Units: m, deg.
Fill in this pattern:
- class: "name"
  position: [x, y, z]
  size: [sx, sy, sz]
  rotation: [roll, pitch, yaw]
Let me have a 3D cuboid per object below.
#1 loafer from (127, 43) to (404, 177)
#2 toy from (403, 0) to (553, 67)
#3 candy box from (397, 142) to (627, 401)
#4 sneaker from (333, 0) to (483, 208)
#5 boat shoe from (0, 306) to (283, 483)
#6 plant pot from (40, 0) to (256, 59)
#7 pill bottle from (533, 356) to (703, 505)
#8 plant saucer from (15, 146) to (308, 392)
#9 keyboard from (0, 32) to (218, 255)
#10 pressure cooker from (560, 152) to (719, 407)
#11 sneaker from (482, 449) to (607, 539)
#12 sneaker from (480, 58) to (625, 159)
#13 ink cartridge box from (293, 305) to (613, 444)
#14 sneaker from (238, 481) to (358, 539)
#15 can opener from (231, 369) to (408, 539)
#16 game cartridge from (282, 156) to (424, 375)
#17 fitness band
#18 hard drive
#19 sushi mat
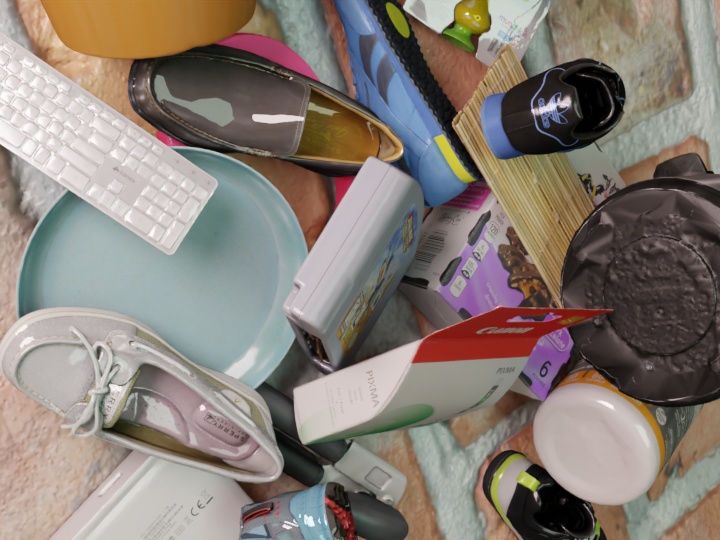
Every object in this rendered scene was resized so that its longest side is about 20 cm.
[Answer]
- class: "loafer"
  position: [-0.056, -0.107, 0.713]
  size: [0.198, 0.072, 0.074]
  rotation: [7, 94, -38]
- class: "toy"
  position: [0.118, -0.271, 0.863]
  size: [0.114, 0.047, 0.202]
  rotation: [27, 91, -25]
- class: "candy box"
  position: [0.141, -0.021, 0.917]
  size: [0.168, 0.071, 0.201]
  rotation: [44, 73, -33]
- class: "sneaker"
  position: [0.016, -0.138, 0.808]
  size: [0.201, 0.078, 0.066]
  rotation: [61, 29, -10]
- class: "boat shoe"
  position: [-0.138, 0.086, 0.699]
  size: [0.201, 0.065, 0.075]
  rotation: [31, 97, -30]
- class: "plant pot"
  position: [-0.132, -0.231, 0.615]
  size: [0.199, 0.200, 0.185]
  rotation: [-26, 129, -29]
- class: "pill bottle"
  position: [0.247, 0.113, 0.972]
  size: [0.200, 0.115, 0.118]
  rotation: [-37, 120, -46]
- class: "plant saucer"
  position: [-0.131, 0.011, 0.724]
  size: [0.198, 0.027, 0.202]
  rotation: [-9, 114, -21]
- class: "keyboard"
  position: [-0.184, -0.087, 0.654]
  size: [0.199, 0.011, 0.057]
  rotation: [34, 75, -9]
- class: "pressure cooker"
  position: [0.272, 0.007, 0.861]
  size: [0.199, 0.178, 0.178]
  rotation: [-8, 123, -54]
- class: "sneaker"
  position: [0.187, 0.242, 0.995]
  size: [0.200, 0.082, 0.072]
  rotation: [43, 74, -34]
- class: "sneaker"
  position: [0.171, -0.126, 0.810]
  size: [0.199, 0.077, 0.071]
  rotation: [-27, 104, -50]
- class: "ink cartridge box"
  position: [0.072, 0.078, 0.793]
  size: [0.160, 0.199, 0.051]
  rotation: [2, 71, -50]
- class: "sneaker"
  position: [-0.043, 0.236, 0.812]
  size: [0.094, 0.080, 0.202]
  rotation: [-6, 124, 6]
- class: "can opener"
  position: [-0.031, 0.149, 0.823]
  size: [0.053, 0.067, 0.200]
  rotation: [-48, 125, 5]
- class: "game cartridge"
  position: [0.000, 0.000, 0.763]
  size: [0.134, 0.041, 0.200]
  rotation: [-55, 169, -11]
- class: "fitness band"
  position: [-0.068, -0.074, 0.776]
  size: [0.144, 0.037, 0.201]
  rotation: [-47, 123, -20]
- class: "hard drive"
  position: [-0.125, 0.222, 0.798]
  size: [0.132, 0.026, 0.201]
  rotation: [-46, 122, -20]
- class: "sushi mat"
  position: [0.137, -0.071, 0.843]
  size: [0.096, 0.012, 0.201]
  rotation: [-53, 125, -29]
